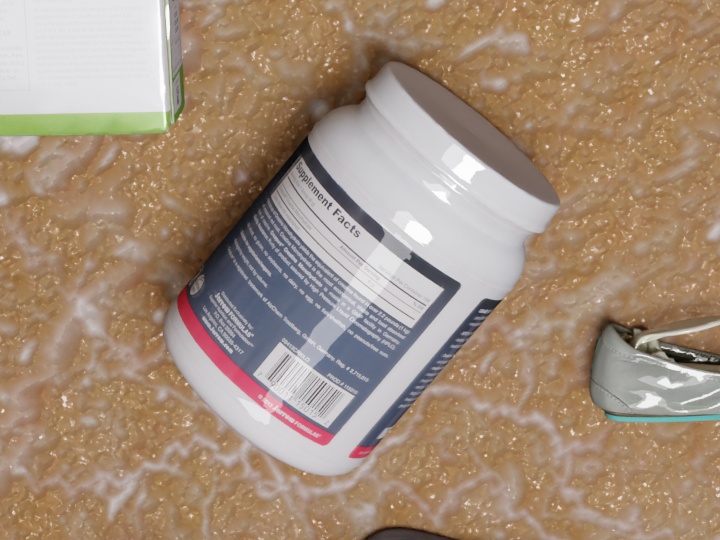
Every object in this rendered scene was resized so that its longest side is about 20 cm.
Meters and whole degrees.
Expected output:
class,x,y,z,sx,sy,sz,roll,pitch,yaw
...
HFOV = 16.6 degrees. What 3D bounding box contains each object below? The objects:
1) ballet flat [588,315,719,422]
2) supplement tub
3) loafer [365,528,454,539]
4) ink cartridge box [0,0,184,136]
class,x,y,z,sx,sy,sz,roll,pitch,yaw
ballet flat,0.232,0.059,1.406,0.200,0.067,0.064,4,99,0
supplement tub,0.000,0.000,1.355,0.140,0.140,0.200,38,103,-9
loafer,0.092,0.204,1.447,0.200,0.071,0.073,6,106,0
ink cartridge box,-0.175,-0.177,1.344,0.148,0.076,0.200,-1,105,2
